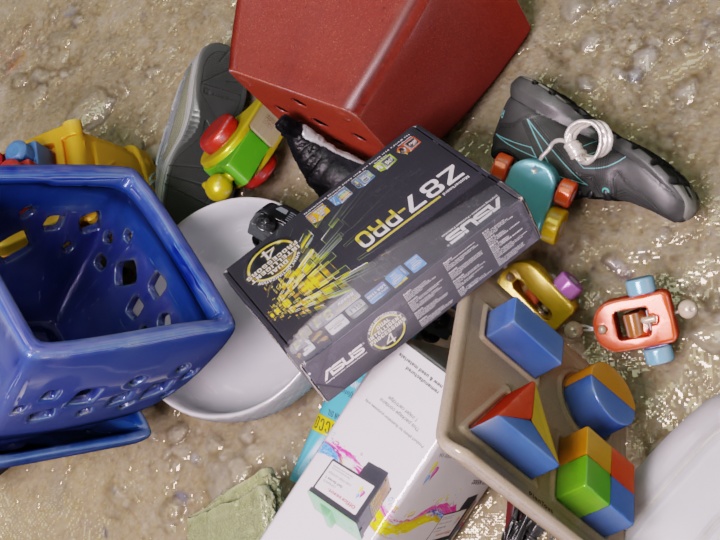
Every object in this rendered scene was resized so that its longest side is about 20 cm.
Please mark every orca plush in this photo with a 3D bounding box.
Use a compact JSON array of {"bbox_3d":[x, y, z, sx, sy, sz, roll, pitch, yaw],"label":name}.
[{"bbox_3d":[0.001,-0.055,1.014,0.105,0.200,0.071,-23,31,56],"label":"orca plush"}]

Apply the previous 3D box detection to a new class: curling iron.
[{"bbox_3d":[0.142,0.134,0.960,0.050,0.026,0.201,-19,52,50],"label":"curling iron"}]

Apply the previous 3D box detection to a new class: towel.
[{"bbox_3d":[-0.094,0.275,0.980,0.148,0.036,0.201,-37,55,47],"label":"towel"}]

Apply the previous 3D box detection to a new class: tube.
[{"bbox_3d":[0.003,0.100,1.025,0.077,0.050,0.201,17,84,50],"label":"tube"}]

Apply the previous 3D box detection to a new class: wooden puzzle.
[{"bbox_3d":[0.138,0.099,0.850,0.046,0.185,0.200,-37,26,32],"label":"wooden puzzle"}]

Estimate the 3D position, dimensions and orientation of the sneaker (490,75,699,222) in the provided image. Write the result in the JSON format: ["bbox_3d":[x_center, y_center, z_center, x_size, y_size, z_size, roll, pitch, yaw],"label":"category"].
[{"bbox_3d":[0.192,-0.086,0.997,0.200,0.075,0.079,40,105,34],"label":"sneaker"}]

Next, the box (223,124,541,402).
[{"bbox_3d":[0.011,-0.011,0.897,0.200,0.049,0.161,-37,38,-6],"label":"box"}]

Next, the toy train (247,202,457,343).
[{"bbox_3d":[0.000,0.000,0.989,0.200,0.034,0.046,29,52,4],"label":"toy train"}]

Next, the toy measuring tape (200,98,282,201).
[{"bbox_3d":[-0.099,-0.138,1.124,0.073,0.074,0.200,9,53,25],"label":"toy measuring tape"}]

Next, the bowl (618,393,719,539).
[{"bbox_3d":[0.275,0.201,0.860,0.200,0.075,0.200,-48,63,1],"label":"bowl"}]

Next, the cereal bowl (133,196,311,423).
[{"bbox_3d":[-0.100,0.041,1.064,0.199,0.083,0.201,-7,71,22],"label":"cereal bowl"}]

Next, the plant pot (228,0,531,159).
[{"bbox_3d":[0.002,-0.203,1.030,0.199,0.200,0.177,23,82,27],"label":"plant pot"}]

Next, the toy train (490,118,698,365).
[{"bbox_3d":[0.179,-0.015,0.960,0.150,0.056,0.201,-18,90,22],"label":"toy train"}]

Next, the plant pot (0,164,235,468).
[{"bbox_3d":[-0.253,0.044,0.976,0.200,0.200,0.180,53,126,27],"label":"plant pot"}]

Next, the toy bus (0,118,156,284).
[{"bbox_3d":[-0.312,-0.055,1.126,0.199,0.192,0.136,-22,68,17],"label":"toy bus"}]

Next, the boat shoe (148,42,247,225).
[{"bbox_3d":[-0.160,-0.119,1.155,0.065,0.074,0.203,-11,68,57],"label":"boat shoe"}]

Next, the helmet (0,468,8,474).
[{"bbox_3d":[-0.389,0.106,1.109,0.190,0.200,0.201,-2,71,1],"label":"helmet"}]

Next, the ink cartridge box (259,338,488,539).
[{"bbox_3d":[0.031,0.160,0.920,0.084,0.145,0.200,37,98,29],"label":"ink cartridge box"}]
